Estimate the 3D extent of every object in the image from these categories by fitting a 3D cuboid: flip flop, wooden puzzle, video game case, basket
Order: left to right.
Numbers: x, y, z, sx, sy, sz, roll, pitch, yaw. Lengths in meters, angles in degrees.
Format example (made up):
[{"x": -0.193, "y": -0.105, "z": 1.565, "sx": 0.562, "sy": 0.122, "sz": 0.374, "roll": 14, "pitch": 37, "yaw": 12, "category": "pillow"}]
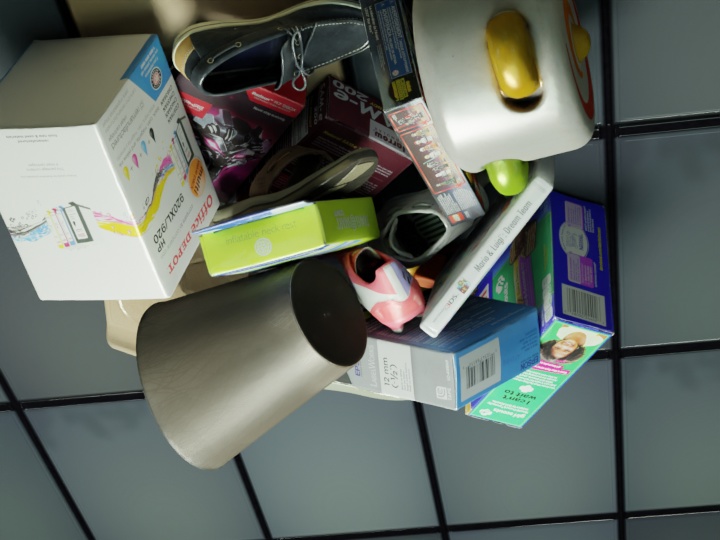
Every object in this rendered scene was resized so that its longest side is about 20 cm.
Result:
[{"x": -0.189, "y": 0.015, "z": 1.764, "sx": 0.184, "sy": 0.046, "sz": 0.201, "roll": 16, "pitch": 128, "yaw": 18, "category": "wooden puzzle"}, {"x": -0.102, "y": 0.079, "z": 1.642, "sx": 0.199, "sy": 0.182, "sz": 0.135, "roll": -26, "pitch": 165, "yaw": 34, "category": "basket"}, {"x": -0.070, "y": -0.087, "z": 1.600, "sx": 0.199, "sy": 0.058, "sz": 0.081, "roll": -16, "pitch": 177, "yaw": 42, "category": "flip flop"}, {"x": 0.126, "y": -0.034, "z": 1.620, "sx": 0.024, "sy": 0.200, "sz": 0.183, "roll": 37, "pitch": 104, "yaw": -2, "category": "video game case"}]

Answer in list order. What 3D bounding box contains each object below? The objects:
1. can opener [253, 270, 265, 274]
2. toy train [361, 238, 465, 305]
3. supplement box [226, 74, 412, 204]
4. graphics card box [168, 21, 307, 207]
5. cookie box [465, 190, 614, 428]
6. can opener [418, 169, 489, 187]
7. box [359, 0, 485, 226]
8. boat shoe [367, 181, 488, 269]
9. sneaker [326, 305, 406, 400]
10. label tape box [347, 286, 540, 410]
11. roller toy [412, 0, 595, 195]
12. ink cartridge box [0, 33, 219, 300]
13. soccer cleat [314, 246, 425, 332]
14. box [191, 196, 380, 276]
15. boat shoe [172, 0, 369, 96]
[{"x": -0.056, "y": 0.030, "z": 1.824, "sx": 0.066, "sy": 0.053, "sz": 0.201, "roll": -21, "pitch": 126, "yaw": 15, "category": "can opener"}, {"x": 0.057, "y": -0.003, "z": 1.803, "sx": 0.115, "sy": 0.085, "sz": 0.201, "roll": 18, "pitch": 139, "yaw": 0, "category": "toy train"}, {"x": -0.047, "y": -0.099, "z": 1.679, "sx": 0.108, "sy": 0.061, "sz": 0.200, "roll": 24, "pitch": 137, "yaw": -28, "category": "supplement box"}, {"x": -0.151, "y": -0.142, "z": 1.630, "sx": 0.125, "sy": 0.051, "sz": 0.200, "roll": 21, "pitch": 139, "yaw": -24, "category": "graphics card box"}, {"x": 0.186, "y": 0.044, "z": 1.782, "sx": 0.075, "sy": 0.172, "sz": 0.200, "roll": 16, "pitch": 140, "yaw": -17, "category": "cookie box"}, {"x": 0.130, "y": -0.125, "z": 1.642, "sx": 0.066, "sy": 0.053, "sz": 0.200, "roll": 22, "pitch": 137, "yaw": -25, "category": "can opener"}, {"x": 0.058, "y": -0.149, "z": 1.531, "sx": 0.040, "sy": 0.138, "sz": 0.200, "roll": -18, "pitch": 147, "yaw": 12, "category": "box"}, {"x": 0.049, "y": -0.042, "z": 1.680, "sx": 0.074, "sy": 0.067, "sz": 0.200, "roll": 54, "pitch": 147, "yaw": 1, "category": "boat shoe"}, {"x": 0.013, "y": 0.074, "z": 1.776, "sx": 0.198, "sy": 0.075, "sz": 0.107, "roll": 1, "pitch": 129, "yaw": 1, "category": "sneaker"}, {"x": 0.061, "y": 0.072, "z": 1.685, "sx": 0.199, "sy": 0.143, "sz": 0.067, "roll": 7, "pitch": 112, "yaw": 41, "category": "label tape box"}, {"x": 0.133, "y": -0.188, "z": 1.463, "sx": 0.138, "sy": 0.184, "sz": 0.200, "roll": -12, "pitch": 144, "yaw": 16, "category": "roller toy"}, {"x": -0.243, "y": -0.093, "z": 1.551, "sx": 0.143, "sy": 0.148, "sz": 0.201, "roll": 0, "pitch": 130, "yaw": 23, "category": "ink cartridge box"}, {"x": 0.000, "y": 0.000, "z": 1.681, "sx": 0.066, "sy": 0.200, "sz": 0.077, "roll": -31, "pitch": 118, "yaw": -16, "category": "soccer cleat"}, {"x": -0.067, "y": -0.034, "z": 1.588, "sx": 0.121, "sy": 0.048, "sz": 0.200, "roll": -15, "pitch": 179, "yaw": 18, "category": "box"}, {"x": -0.070, "y": -0.198, "z": 1.517, "sx": 0.198, "sy": 0.063, "sz": 0.075, "roll": -12, "pitch": 140, "yaw": -19, "category": "boat shoe"}]
